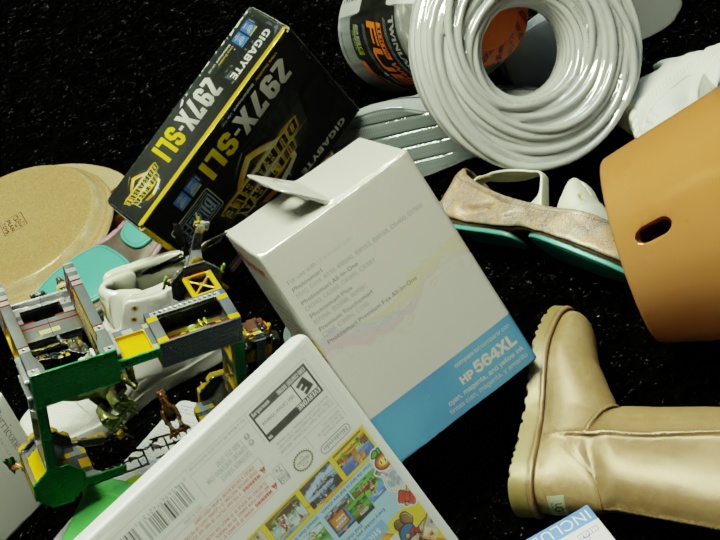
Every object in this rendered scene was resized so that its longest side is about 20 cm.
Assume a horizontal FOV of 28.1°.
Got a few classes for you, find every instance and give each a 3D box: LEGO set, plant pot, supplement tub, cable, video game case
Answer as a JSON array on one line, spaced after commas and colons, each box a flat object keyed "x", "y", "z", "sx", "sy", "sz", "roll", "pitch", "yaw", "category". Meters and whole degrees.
[{"x": -0.165, "y": 0.058, "z": 0.988, "sx": 0.199, "sy": 0.154, "sz": 0.116, "roll": -23, "pitch": 45, "yaw": -14, "category": "LEGO set"}, {"x": 0.255, "y": -0.033, "z": 1.003, "sx": 0.139, "sy": 0.200, "sz": 0.201, "roll": -19, "pitch": 37, "yaw": 18, "category": "plant pot"}, {"x": 0.066, "y": -0.229, "z": 1.316, "sx": 0.122, "sy": 0.123, "sz": 0.200, "roll": -34, "pitch": 14, "yaw": -16, "category": "supplement tub"}, {"x": 0.134, "y": -0.184, "z": 1.195, "sx": 0.201, "sy": 0.199, "sz": 0.069, "roll": -69, "pitch": 15, "yaw": -2, "category": "cable"}, {"x": -0.054, "y": 0.173, "z": 0.909, "sx": 0.200, "sy": 0.182, "sz": 0.023, "roll": -43, "pitch": 14, "yaw": -26, "category": "video game case"}]

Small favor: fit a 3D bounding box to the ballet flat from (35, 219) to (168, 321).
[{"x": -0.200, "y": -0.006, "z": 1.257, "sx": 0.069, "sy": 0.071, "sz": 0.200, "roll": 33, "pitch": 72, "yaw": 33, "category": "ballet flat"}]

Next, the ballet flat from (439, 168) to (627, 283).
[{"x": 0.147, "y": -0.045, "z": 1.145, "sx": 0.199, "sy": 0.068, "sz": 0.068, "roll": 17, "pitch": 81, "yaw": 35, "category": "ballet flat"}]

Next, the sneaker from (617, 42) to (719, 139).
[{"x": 0.254, "y": -0.117, "z": 1.202, "sx": 0.099, "sy": 0.078, "sz": 0.200, "roll": -2, "pitch": 33, "yaw": 34, "category": "sneaker"}]

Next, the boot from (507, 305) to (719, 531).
[{"x": 0.211, "y": 0.101, "z": 0.964, "sx": 0.199, "sy": 0.066, "sz": 0.176, "roll": -2, "pitch": 54, "yaw": 24, "category": "boot"}]

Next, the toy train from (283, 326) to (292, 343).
[{"x": 0.000, "y": 0.000, "z": 1.166, "sx": 0.113, "sy": 0.086, "sz": 0.200, "roll": 4, "pitch": 40, "yaw": 8, "category": "toy train"}]

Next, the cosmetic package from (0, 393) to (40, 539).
[{"x": -0.335, "y": 0.183, "z": 1.069, "sx": 0.081, "sy": 0.113, "sz": 0.200, "roll": 18, "pitch": 54, "yaw": 39, "category": "cosmetic package"}]

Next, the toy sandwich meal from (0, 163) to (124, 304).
[{"x": -0.306, "y": -0.023, "z": 1.340, "sx": 0.204, "sy": 0.070, "sz": 0.206, "roll": -12, "pitch": 44, "yaw": 12, "category": "toy sandwich meal"}]

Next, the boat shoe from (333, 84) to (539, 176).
[{"x": 0.076, "y": -0.127, "z": 1.299, "sx": 0.199, "sy": 0.074, "sz": 0.067, "roll": -3, "pitch": 21, "yaw": 12, "category": "boat shoe"}]

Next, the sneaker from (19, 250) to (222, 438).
[{"x": -0.203, "y": 0.059, "z": 1.153, "sx": 0.200, "sy": 0.116, "sz": 0.074, "roll": -33, "pitch": 42, "yaw": -13, "category": "sneaker"}]

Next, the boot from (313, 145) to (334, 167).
[{"x": -0.099, "y": -0.083, "z": 1.324, "sx": 0.146, "sy": 0.070, "sz": 0.200, "roll": -35, "pitch": 42, "yaw": -5, "category": "boot"}]

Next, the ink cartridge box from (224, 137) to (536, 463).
[{"x": 0.004, "y": 0.006, "z": 1.001, "sx": 0.125, "sy": 0.201, "sz": 0.129, "roll": -35, "pitch": 16, "yaw": -8, "category": "ink cartridge box"}]

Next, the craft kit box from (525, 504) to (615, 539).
[{"x": 0.104, "y": 0.257, "z": 0.840, "sx": 0.199, "sy": 0.049, "sz": 0.198, "roll": -27, "pitch": 36, "yaw": -8, "category": "craft kit box"}]

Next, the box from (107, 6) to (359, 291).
[{"x": -0.101, "y": -0.097, "z": 1.200, "sx": 0.049, "sy": 0.160, "sz": 0.200, "roll": 34, "pitch": 86, "yaw": 30, "category": "box"}]

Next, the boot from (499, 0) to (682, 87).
[{"x": 0.201, "y": -0.237, "z": 1.369, "sx": 0.199, "sy": 0.074, "sz": 0.096, "roll": -23, "pitch": 31, "yaw": -17, "category": "boot"}]

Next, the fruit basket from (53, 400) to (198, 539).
[{"x": -0.108, "y": 0.170, "z": 1.022, "sx": 0.184, "sy": 0.094, "sz": 0.200, "roll": 6, "pitch": 30, "yaw": 29, "category": "fruit basket"}]
